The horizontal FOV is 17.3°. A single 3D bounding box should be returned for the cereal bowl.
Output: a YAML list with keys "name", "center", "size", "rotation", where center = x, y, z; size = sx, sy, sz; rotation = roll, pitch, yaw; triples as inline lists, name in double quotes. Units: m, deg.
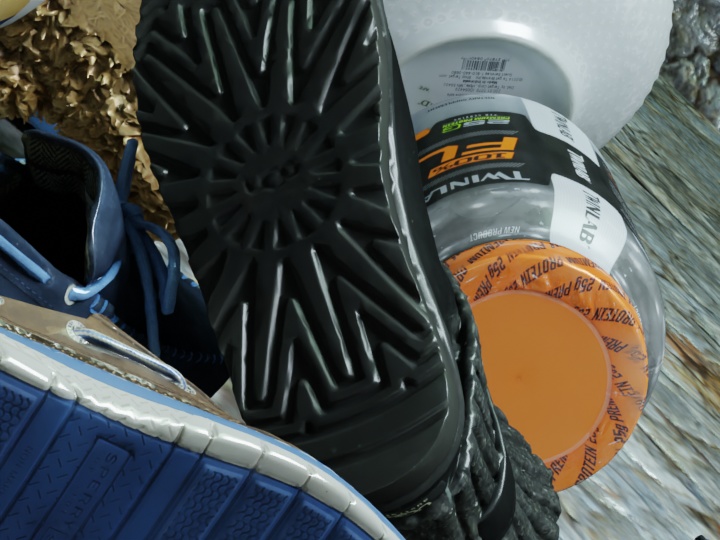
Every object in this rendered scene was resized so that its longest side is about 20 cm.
- name: "cereal bowl"
  center: [0.045, -0.100, 1.065]
  size: [0.200, 0.200, 0.084]
  rotation: [32, 38, -34]

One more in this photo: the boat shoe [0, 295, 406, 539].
- name: "boat shoe"
  center: [-0.063, 0.047, 0.607]
  size: [0.200, 0.072, 0.072]
  rotation: [34, 14, -29]

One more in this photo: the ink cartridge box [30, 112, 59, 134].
- name: "ink cartridge box"
  center: [-0.131, -0.137, 0.982]
  size: [0.145, 0.084, 0.200]
  rotation: [37, 14, -9]

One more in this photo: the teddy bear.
- name: "teddy bear"
  center: [-0.098, -0.101, 0.853]
  size: [0.200, 0.145, 0.067]
  rotation: [44, -16, 0]

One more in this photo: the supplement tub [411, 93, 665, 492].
- name: "supplement tub"
  center: [0.056, 0.009, 0.955]
  size: [0.122, 0.123, 0.200]
  rotation: [38, 13, -12]

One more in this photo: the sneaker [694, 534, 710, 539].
- name: "sneaker"
  center: [0.145, 0.133, 0.921]
  size: [0.078, 0.075, 0.200]
  rotation: [40, 11, 13]

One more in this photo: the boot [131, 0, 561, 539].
- name: "boot"
  center: [-0.002, 0.001, 0.751]
  size: [0.158, 0.079, 0.212]
  rotation: [47, 30, -65]

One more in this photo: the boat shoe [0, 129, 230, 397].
- name: "boat shoe"
  center: [-0.093, -0.004, 0.695]
  size: [0.084, 0.069, 0.200]
  rotation: [49, 15, 31]

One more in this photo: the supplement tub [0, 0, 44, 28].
- name: "supplement tub"
  center: [-0.148, -0.112, 0.577]
  size: [0.144, 0.145, 0.200]
  rotation: [44, 43, 14]
